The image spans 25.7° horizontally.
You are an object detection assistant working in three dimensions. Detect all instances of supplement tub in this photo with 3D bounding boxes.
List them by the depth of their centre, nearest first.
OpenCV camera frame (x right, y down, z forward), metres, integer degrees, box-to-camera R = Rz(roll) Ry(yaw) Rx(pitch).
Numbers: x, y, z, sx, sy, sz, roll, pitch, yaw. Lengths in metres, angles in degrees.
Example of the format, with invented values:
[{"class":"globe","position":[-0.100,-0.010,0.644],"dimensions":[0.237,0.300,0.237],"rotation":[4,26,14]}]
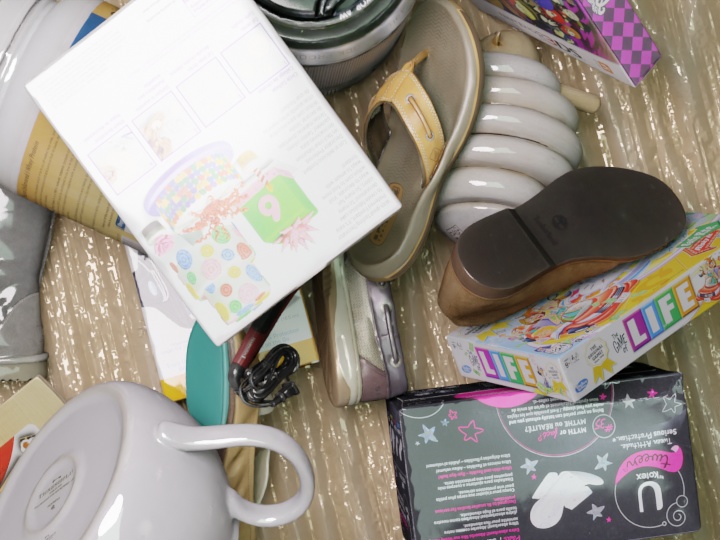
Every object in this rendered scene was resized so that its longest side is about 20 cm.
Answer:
[{"class":"supplement tub","position":[-0.163,-0.098,1.076],"dimensions":[0.199,0.145,0.146],"rotation":[25,85,-4]}]

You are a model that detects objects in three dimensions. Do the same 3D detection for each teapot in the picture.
[{"class":"teapot","position":[-0.147,0.179,1.054],"dimensions":[0.146,0.199,0.199],"rotation":[34,75,-28]}]

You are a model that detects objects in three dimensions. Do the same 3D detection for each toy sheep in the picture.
[{"class":"toy sheep","position":[0.100,-0.082,1.141],"dimensions":[0.136,0.138,0.202],"rotation":[7,69,-3]}]

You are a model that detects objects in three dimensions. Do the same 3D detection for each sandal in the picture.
[{"class":"sandal","position":[0.029,-0.092,1.083],"dimensions":[0.054,0.080,0.202],"rotation":[18,92,-45]}]

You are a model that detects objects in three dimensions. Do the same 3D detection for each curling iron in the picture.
[{"class":"curling iron","position":[-0.040,0.006,1.097],"dimensions":[0.049,0.025,0.201],"rotation":[34,66,-30]}]

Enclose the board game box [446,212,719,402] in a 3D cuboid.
[{"class":"board game box","position":[0.176,0.019,1.105],"dimensions":[0.199,0.134,0.034],"rotation":[-31,108,-25]}]

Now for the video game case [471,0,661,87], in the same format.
[{"class":"video game case","position":[0.099,-0.223,1.079],"dimensions":[0.036,0.200,0.181],"rotation":[-49,46,-4]}]

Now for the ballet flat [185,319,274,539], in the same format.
[{"class":"ballet flat","position":[-0.094,0.114,1.131],"dimensions":[0.063,0.068,0.202],"rotation":[-7,114,-37]}]

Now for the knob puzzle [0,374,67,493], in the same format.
[{"class":"knob puzzle","position":[-0.234,0.204,1.149],"dimensions":[0.217,0.030,0.222],"rotation":[0,97,-2]}]

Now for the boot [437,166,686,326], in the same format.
[{"class":"boot","position":[0.137,-0.016,1.094],"dimensions":[0.199,0.076,0.074],"rotation":[-18,66,-28]}]

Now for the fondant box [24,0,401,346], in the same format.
[{"class":"fondant box","position":[-0.089,-0.077,0.979],"dimensions":[0.144,0.058,0.201],"rotation":[-37,93,0]}]

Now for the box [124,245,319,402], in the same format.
[{"class":"box","position":[-0.112,-0.013,1.168],"dimensions":[0.118,0.041,0.202],"rotation":[-15,85,-4]}]

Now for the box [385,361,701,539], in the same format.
[{"class":"box","position":[0.125,0.137,1.127],"dimensions":[0.198,0.132,0.116],"rotation":[-6,90,-3]}]

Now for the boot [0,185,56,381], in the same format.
[{"class":"boot","position":[-0.302,-0.022,1.140],"dimensions":[0.180,0.073,0.202],"rotation":[-1,93,-17]}]

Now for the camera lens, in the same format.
[{"class":"camera lens","position":[-0.038,-0.210,1.102],"dimensions":[0.158,0.200,0.162],"rotation":[0,87,-4]}]

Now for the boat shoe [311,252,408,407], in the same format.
[{"class":"boat shoe","position":[0.000,0.000,1.152],"dimensions":[0.064,0.072,0.202],"rotation":[0,71,-13]}]
